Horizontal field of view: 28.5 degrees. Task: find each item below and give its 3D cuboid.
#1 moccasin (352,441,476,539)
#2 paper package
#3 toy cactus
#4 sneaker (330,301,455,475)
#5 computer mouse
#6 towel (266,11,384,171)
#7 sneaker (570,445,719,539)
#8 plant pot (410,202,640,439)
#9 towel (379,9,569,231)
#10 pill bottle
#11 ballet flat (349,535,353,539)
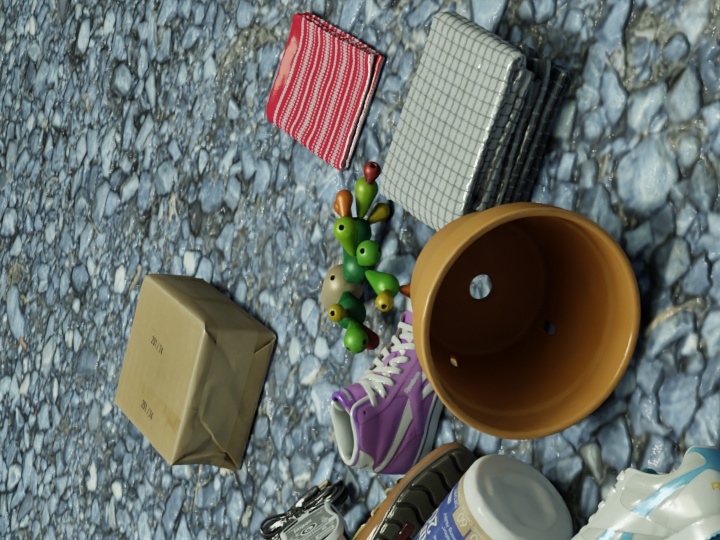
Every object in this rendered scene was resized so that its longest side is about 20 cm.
[{"bbox_3d":[0.041,0.251,1.384,0.203,0.073,0.078,-57,12,5],"label":"moccasin"},{"bbox_3d":[-0.212,0.126,1.775,0.199,0.102,0.193,30,108,53],"label":"paper package"},{"bbox_3d":[0.000,0.000,1.530,0.165,0.101,0.203,130,137,-64],"label":"toy cactus"},{"bbox_3d":[0.031,0.105,1.420,0.072,0.113,0.204,12,91,56],"label":"sneaker"},{"bbox_3d":[-0.049,0.277,1.466,0.109,0.044,0.200,-33,10,-3],"label":"computer mouse"},{"bbox_3d":[-0.048,-0.217,1.690,0.200,0.022,0.147,39,115,52],"label":"towel"},{"bbox_3d":[0.225,0.209,1.153,0.199,0.076,0.082,-32,57,37],"label":"sneaker"},{"bbox_3d":[0.126,0.030,1.249,0.140,0.197,0.203,-140,64,-68],"label":"plant pot"},{"bbox_3d":[0.110,-0.138,1.394,0.165,0.085,0.203,39,115,53],"label":"towel"},{"bbox_3d":[0.096,0.271,1.287,0.201,0.110,0.112,-56,41,31],"label":"pill bottle"},{"bbox_3d":[0.012,0.352,1.435,0.200,0.071,0.073,46,119,51],"label":"ballet flat"}]
